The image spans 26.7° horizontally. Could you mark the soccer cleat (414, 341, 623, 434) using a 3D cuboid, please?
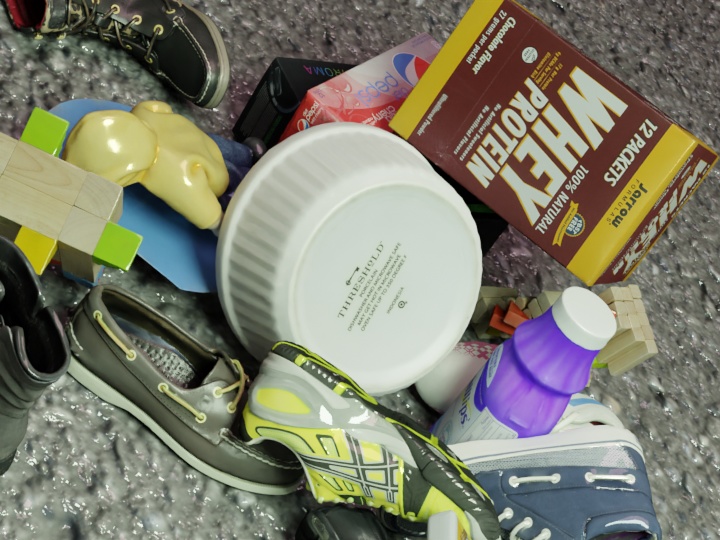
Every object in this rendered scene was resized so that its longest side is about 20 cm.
[{"bbox_3d":[0.139,0.113,1.213,0.198,0.071,0.086,22,8,-21],"label":"soccer cleat"}]

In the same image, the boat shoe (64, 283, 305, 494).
[{"bbox_3d":[-0.116,0.084,1.056,0.200,0.061,0.072,32,35,-6],"label":"boat shoe"}]

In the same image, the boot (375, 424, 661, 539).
[{"bbox_3d":[0.109,0.171,1.066,0.197,0.073,0.091,-14,42,5],"label":"boot"}]

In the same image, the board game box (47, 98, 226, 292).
[{"bbox_3d":[-0.172,-0.050,1.184,0.199,0.039,0.158,39,30,-5],"label":"board game box"}]

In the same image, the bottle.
[{"bbox_3d":[0.114,0.095,1.118,0.065,0.201,0.084,30,37,-7],"label":"bottle"}]

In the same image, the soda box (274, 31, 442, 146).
[{"bbox_3d":[0.017,-0.132,1.252,0.070,0.064,0.200,42,37,9],"label":"soda box"}]

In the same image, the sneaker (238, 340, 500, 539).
[{"bbox_3d":[0.007,0.132,1.032,0.199,0.077,0.075,36,4,4],"label":"sneaker"}]

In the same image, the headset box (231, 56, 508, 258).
[{"bbox_3d":[0.011,-0.077,1.319,0.172,0.093,0.201,2,48,-38],"label":"headset box"}]

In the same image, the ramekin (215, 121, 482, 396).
[{"bbox_3d":[0.000,0.000,1.115,0.200,0.205,0.094,11,11,-31],"label":"ramekin"}]

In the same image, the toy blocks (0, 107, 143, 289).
[{"bbox_3d":[-0.242,-0.049,1.044,0.198,0.137,0.101,24,76,-4],"label":"toy blocks"}]

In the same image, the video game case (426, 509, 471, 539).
[{"bbox_3d":[0.082,0.284,0.944,0.201,0.023,0.183,-83,150,-51],"label":"video game case"}]

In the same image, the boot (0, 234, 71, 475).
[{"bbox_3d":[-0.252,0.019,0.952,0.069,0.132,0.200,-20,63,-48],"label":"boot"}]

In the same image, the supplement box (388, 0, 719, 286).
[{"bbox_3d":[0.160,-0.103,1.209,0.199,0.133,0.197,40,12,14],"label":"supplement box"}]

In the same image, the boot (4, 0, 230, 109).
[{"bbox_3d":[-0.212,-0.212,1.301,0.149,0.074,0.201,-2,46,-43],"label":"boot"}]

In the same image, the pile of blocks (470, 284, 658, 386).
[{"bbox_3d":[0.150,0.053,1.250,0.062,0.199,0.083,3,87,-38],"label":"pile of blocks"}]

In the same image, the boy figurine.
[{"bbox_3d":[-0.137,-0.075,1.129,0.199,0.064,0.125,6,45,-54],"label":"boy figurine"}]

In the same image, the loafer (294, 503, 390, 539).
[{"bbox_3d":[0.025,0.237,0.993,0.070,0.069,0.202,-8,50,-32],"label":"loafer"}]
